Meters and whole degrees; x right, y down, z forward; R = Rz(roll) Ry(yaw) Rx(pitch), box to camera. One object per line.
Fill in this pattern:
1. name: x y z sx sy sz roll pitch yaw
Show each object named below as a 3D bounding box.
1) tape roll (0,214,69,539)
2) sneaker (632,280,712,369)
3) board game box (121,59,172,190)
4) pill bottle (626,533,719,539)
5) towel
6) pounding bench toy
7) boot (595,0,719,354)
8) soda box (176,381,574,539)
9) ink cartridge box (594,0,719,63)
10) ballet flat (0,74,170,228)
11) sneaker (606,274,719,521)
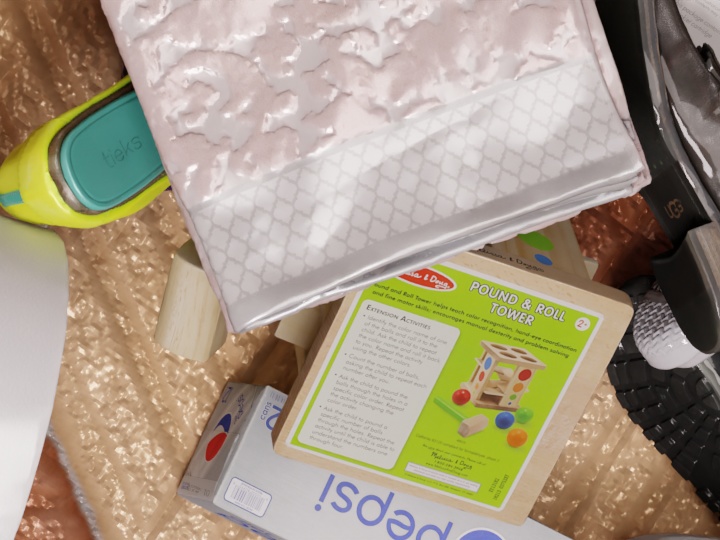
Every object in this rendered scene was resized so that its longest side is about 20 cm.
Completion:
1. tape roll: -0.193 0.067 1.287 0.071 0.202 0.203 16 86 -17
2. sneaker: 0.225 0.016 1.437 0.200 0.075 0.115 -38 103 -30
3. board game box: -0.014 -0.099 1.401 0.199 0.032 0.120 -4 129 -19
4. pill bottle: 0.165 0.235 1.450 0.112 0.112 0.201 5 94 -18
5. towel: 0.002 -0.092 1.257 0.200 0.032 0.191 -21 85 -2
6. pounding bench toy: 0.000 0.000 1.365 0.200 0.156 0.124 17 116 -16
7. boot: 0.207 -0.064 1.362 0.174 0.069 0.201 -18 91 -18
8. soda box: 0.017 0.124 1.425 0.200 0.068 0.064 28 81 -17
9. ink cartridge box: 0.182 -0.178 1.411 0.067 0.117 0.200 33 105 -14
10. ballet flat: -0.086 -0.069 1.322 0.200 0.067 0.067 -30 98 -43
11. sneaker: 0.201 0.070 1.494 0.088 0.076 0.200 -45 107 -28
